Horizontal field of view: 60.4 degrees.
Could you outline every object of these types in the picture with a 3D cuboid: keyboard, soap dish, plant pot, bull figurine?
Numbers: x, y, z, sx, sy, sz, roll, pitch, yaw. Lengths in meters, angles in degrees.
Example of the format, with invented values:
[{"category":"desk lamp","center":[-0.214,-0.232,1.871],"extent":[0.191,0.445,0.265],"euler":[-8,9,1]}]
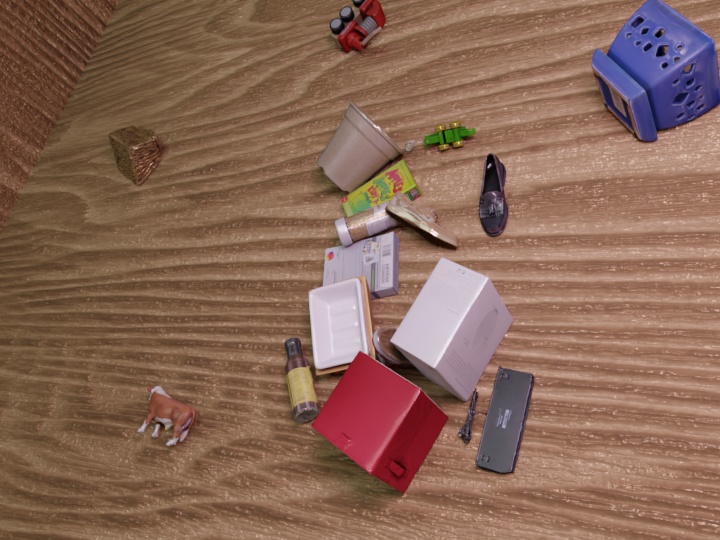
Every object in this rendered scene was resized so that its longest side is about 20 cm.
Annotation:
[{"category":"keyboard","center":[0.263,0.288,1.218],"extent":[0.124,0.021,0.204],"euler":[9,67,28]},{"category":"soap dish","center":[-0.038,0.129,1.431],"extent":[0.154,0.081,0.205],"euler":[-15,71,23]},{"category":"plant pot","center":[0.616,-0.411,1.311],"extent":[0.178,0.199,0.203],"euler":[-35,51,14]},{"category":"plant pot","center":[-0.013,-0.312,1.650],"extent":[0.184,0.199,0.201],"euler":[-48,49,12]},{"category":"bull figurine","center":[-0.508,0.376,1.604],"extent":[0.196,0.065,0.124],"euler":[9,71,37]}]

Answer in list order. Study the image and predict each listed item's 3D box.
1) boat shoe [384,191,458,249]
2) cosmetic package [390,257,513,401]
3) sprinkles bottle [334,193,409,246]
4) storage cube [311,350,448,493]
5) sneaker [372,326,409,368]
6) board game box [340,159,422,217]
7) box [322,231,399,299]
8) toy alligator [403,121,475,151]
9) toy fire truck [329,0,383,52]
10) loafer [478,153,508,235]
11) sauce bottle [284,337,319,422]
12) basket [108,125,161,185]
[{"category":"boat shoe","center":[0.153,-0.120,1.460],"extent":[0.198,0.071,0.065],"euler":[32,83,13]},{"category":"cosmetic package","center":[0.188,0.121,1.244],"extent":[0.121,0.200,0.202],"euler":[24,75,38]},{"category":"sprinkles bottle","center":[0.036,-0.126,1.544],"extent":[0.195,0.069,0.069],"euler":[-21,52,2]},{"category":"storage cube","center":[0.040,0.302,1.245],"extent":[0.198,0.171,0.182],"euler":[27,77,39]},{"category":"sneaker","center":[0.054,0.167,1.306],"extent":[0.110,0.198,0.073],"euler":[-12,69,32]},{"category":"board game box","center":[0.052,-0.191,1.613],"extent":[0.197,0.048,0.103],"euler":[-32,51,11]},{"category":"box","center":[0.000,0.000,1.536],"extent":[0.195,0.041,0.159],"euler":[-13,56,23]},{"category":"toy alligator","center":[0.209,-0.347,1.611],"extent":[0.196,0.061,0.054],"euler":[-7,17,29]},{"category":"toy fire truck","center":[0.019,-0.768,1.942],"extent":[0.199,0.129,0.177],"euler":[38,84,28]},{"category":"loafer","center":[0.304,-0.180,1.443],"extent":[0.070,0.063,0.205],"euler":[-8,59,27]},{"category":"sauce bottle","center":[-0.143,0.251,1.456],"extent":[0.064,0.065,0.203],"euler":[-26,53,14]},{"category":"basket","center":[-0.810,-0.429,2.269],"extent":[0.141,0.152,0.198],"euler":[-29,41,-32]}]
